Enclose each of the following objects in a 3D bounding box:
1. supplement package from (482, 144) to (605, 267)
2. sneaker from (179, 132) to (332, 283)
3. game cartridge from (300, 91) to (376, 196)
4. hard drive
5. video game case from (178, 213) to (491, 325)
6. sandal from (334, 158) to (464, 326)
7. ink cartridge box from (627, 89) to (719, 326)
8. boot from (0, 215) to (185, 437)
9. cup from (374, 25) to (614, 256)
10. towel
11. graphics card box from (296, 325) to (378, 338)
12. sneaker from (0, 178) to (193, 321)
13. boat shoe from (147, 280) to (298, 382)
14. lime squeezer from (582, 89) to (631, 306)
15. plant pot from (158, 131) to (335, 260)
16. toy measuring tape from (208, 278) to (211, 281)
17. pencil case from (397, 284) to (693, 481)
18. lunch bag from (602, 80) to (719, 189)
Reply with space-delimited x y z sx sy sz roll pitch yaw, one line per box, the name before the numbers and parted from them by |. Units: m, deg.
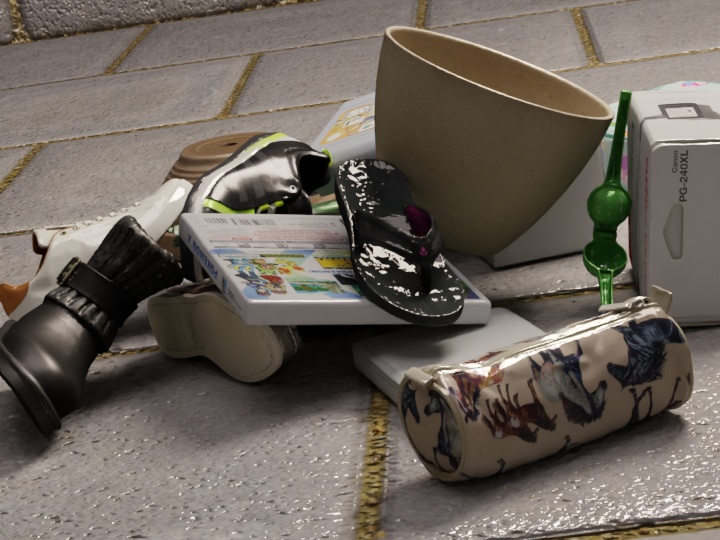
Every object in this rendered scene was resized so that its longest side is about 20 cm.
supplement package | 0.143 -0.089 1.863 0.116 0.118 0.200 -11 15 -9
sneaker | -0.082 -0.058 1.695 0.082 0.072 0.200 12 39 20
game cartridge | 0.026 -0.130 1.846 0.132 0.042 0.200 -21 17 23
hard drive | 0.085 0.073 1.483 0.131 0.027 0.200 -13 15 -15
video game case | -0.023 -0.002 1.579 0.198 0.022 0.182 1 22 -23
sandal | 0.024 -0.031 1.540 0.075 0.048 0.201 -6 40 -18
ink cartridge box | 0.259 -0.053 1.609 0.082 0.147 0.200 -1 16 2
boot | -0.209 0.036 1.564 0.157 0.080 0.211 -37 17 -1
cup | 0.090 -0.098 1.665 0.199 0.144 0.200 19 16 -6
towel | -0.072 -0.048 1.821 0.198 0.024 0.153 -9 1 -8
graphics card box | 0.000 0.000 1.747 0.124 0.051 0.200 -8 16 0
sneaker | -0.230 -0.026 1.749 0.200 0.085 0.073 -45 3 -21
boat shoe | -0.101 0.043 1.616 0.059 0.073 0.199 -21 14 -29
lime squeezer | 0.195 -0.039 1.613 0.037 0.202 0.071 3 -18 15
plant pot | -0.125 -0.082 2.032 0.199 0.094 0.201 -9 16 3
toy measuring tape | -0.099 -0.003 1.787 0.073 0.074 0.200 -9 11 -1
pencil case | 0.121 0.075 1.336 0.198 0.090 0.078 -17 18 -24
lunch bag | 0.299 -0.129 1.994 0.199 0.078 0.160 -18 17 -32
